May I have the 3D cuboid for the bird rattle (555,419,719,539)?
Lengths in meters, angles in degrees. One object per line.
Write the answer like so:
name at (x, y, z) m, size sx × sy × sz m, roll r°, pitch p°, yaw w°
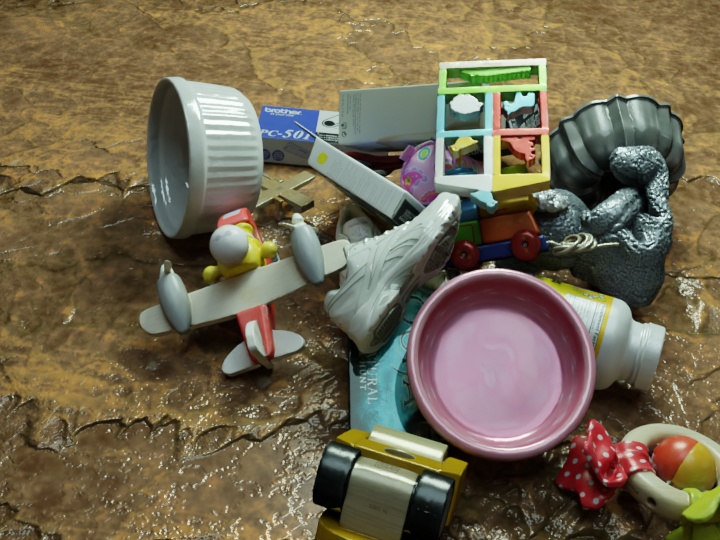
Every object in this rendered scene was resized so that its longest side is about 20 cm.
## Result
bird rattle at (0.307, 0.213, 0.967) m, size 0.198 × 0.115 × 0.162 m, roll 20°, pitch 29°, yaw 37°

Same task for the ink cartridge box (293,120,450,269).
ink cartridge box at (0.018, -0.093, 1.211) m, size 0.199 × 0.197 × 0.047 m, roll 34°, pitch 91°, yaw 32°

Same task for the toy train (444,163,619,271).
toy train at (0.187, -0.069, 1.097) m, size 0.196 × 0.118 × 0.085 m, roll -10°, pitch -3°, yaw 12°

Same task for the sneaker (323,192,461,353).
sneaker at (0.031, -0.016, 1.036) m, size 0.099 × 0.078 × 0.201 m, roll 33°, pitch 74°, yaw 23°

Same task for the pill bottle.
pill bottle at (0.238, 0.071, 1.090) m, size 0.196 × 0.106 × 0.105 m, roll 17°, pitch 41°, yaw 13°

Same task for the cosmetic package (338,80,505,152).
cosmetic package at (0.079, -0.194, 1.231) m, size 0.197 × 0.073 × 0.105 m, roll 2°, pitch 1°, yaw 29°

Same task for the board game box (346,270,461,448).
board game box at (0.051, 0.092, 1.049) m, size 0.132 × 0.028 × 0.204 m, roll 1°, pitch 62°, yaw -5°

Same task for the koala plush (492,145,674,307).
koala plush at (0.268, -0.047, 1.187) m, size 0.196 × 0.179 × 0.186 m, roll 7°, pitch 50°, yaw -3°

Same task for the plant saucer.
plant saucer at (0.144, 0.100, 1.002) m, size 0.196 × 0.051 × 0.205 m, roll 1°, pitch 67°, yaw -2°

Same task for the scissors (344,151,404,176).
scissors at (0.063, -0.146, 1.290) m, size 0.196 × 0.073 × 0.014 m, roll -1°, pitch 71°, yaw 25°

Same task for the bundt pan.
bundt pan at (0.343, -0.135, 1.282) m, size 0.197 × 0.204 × 0.077 m, roll 0°, pitch 51°, yaw -6°

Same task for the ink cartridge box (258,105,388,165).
ink cartridge box at (-0.055, -0.195, 1.419) m, size 0.195 × 0.045 × 0.095 m, roll 5°, pitch 38°, yaw 1°

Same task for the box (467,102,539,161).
box at (0.166, -0.196, 1.356) m, size 0.155 × 0.051 × 0.200 m, roll -7°, pitch 17°, yaw 27°

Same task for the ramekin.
ramekin at (-0.200, -0.144, 1.232) m, size 0.103 × 0.203 × 0.201 m, roll -4°, pitch 39°, yaw -26°

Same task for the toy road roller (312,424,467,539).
toy road roller at (0.019, 0.235, 0.886) m, size 0.121 × 0.149 × 0.200 m, roll 15°, pitch 3°, yaw 12°

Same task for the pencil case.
pencil case at (0.127, -0.109, 1.232) m, size 0.087 × 0.088 × 0.199 m, roll 37°, pitch 13°, yaw 32°

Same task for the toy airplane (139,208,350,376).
toy airplane at (-0.133, 0.014, 1.087) m, size 0.197 × 0.142 × 0.201 m, roll 19°, pitch 59°, yaw 33°

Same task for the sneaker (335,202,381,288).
sneaker at (0.000, 0.000, 1.149) m, size 0.073 × 0.101 × 0.202 m, roll -13°, pitch 41°, yaw -4°

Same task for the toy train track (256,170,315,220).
toy train track at (-0.138, -0.114, 1.327) m, size 0.114 × 0.033 × 0.198 m, roll -30°, pitch 44°, yaw -35°

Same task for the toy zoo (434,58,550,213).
toy zoo at (0.150, -0.154, 1.091) m, size 0.128 × 0.021 × 0.204 m, roll -1°, pitch 62°, yaw 9°
